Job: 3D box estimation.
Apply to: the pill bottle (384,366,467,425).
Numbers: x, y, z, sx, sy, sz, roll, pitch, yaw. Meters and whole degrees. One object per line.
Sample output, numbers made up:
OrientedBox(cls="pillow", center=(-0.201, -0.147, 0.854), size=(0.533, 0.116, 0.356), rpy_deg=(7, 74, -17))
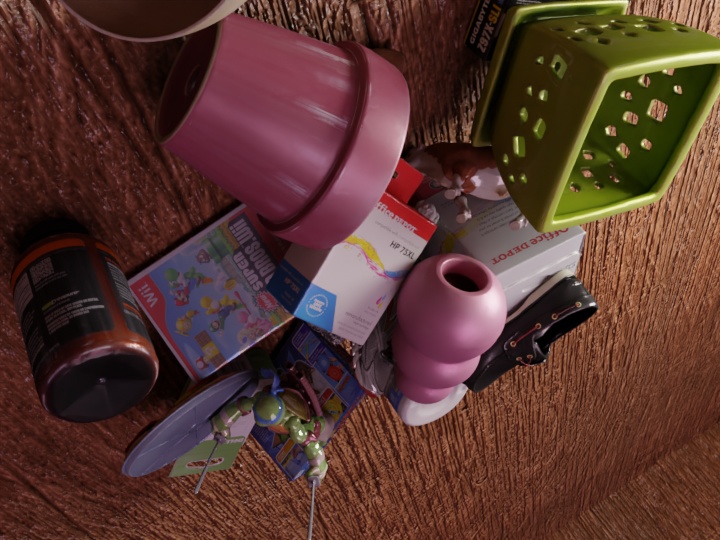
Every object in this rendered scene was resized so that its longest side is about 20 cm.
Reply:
OrientedBox(cls="pill bottle", center=(0.055, 0.107, 1.040), size=(0.113, 0.200, 0.114), rpy_deg=(-22, 141, -19))

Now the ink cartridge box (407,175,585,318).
OrientedBox(cls="ink cartridge box", center=(0.170, -0.036, 0.976), size=(0.144, 0.200, 0.145), rpy_deg=(-24, 142, -15))

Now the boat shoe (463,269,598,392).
OrientedBox(cls="boat shoe", center=(0.207, 0.088, 0.929), size=(0.201, 0.063, 0.073), rpy_deg=(-44, 148, 15))

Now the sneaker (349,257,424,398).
OrientedBox(cls="sneaker", center=(0.045, 0.067, 0.948), size=(0.078, 0.081, 0.202), rpy_deg=(50, 54, -54))

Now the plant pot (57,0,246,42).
OrientedBox(cls="plant pot", center=(-0.126, -0.272, 0.524), size=(0.201, 0.200, 0.134), rpy_deg=(-59, 173, 27))

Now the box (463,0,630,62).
OrientedBox(cls="box", center=(0.231, -0.319, 0.848), size=(0.198, 0.049, 0.161), rpy_deg=(-9, 133, -32))

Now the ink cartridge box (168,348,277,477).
OrientedBox(cls="ink cartridge box", center=(-0.205, 0.203, 1.052), size=(0.103, 0.059, 0.201), rpy_deg=(2, 129, -39))

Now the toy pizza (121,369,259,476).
OrientedBox(cls="toy pizza", center=(-0.211, 0.181, 0.914), size=(0.200, 0.032, 0.200), rpy_deg=(-38, 166, -11))

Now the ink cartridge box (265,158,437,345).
OrientedBox(cls="ink cartridge box", center=(0.001, -0.032, 0.807), size=(0.116, 0.067, 0.201), rpy_deg=(27, 97, -42))

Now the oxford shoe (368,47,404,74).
OrientedBox(cls="oxford shoe", center=(0.012, -0.153, 0.836), size=(0.071, 0.071, 0.201), rpy_deg=(-15, 137, -32))

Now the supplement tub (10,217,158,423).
OrientedBox(cls="supplement tub", center=(-0.269, 0.038, 0.704), size=(0.106, 0.201, 0.107), rpy_deg=(-20, 141, -18))

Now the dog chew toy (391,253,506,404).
OrientedBox(cls="dog chew toy", center=(0.092, 0.079, 0.860), size=(0.124, 0.125, 0.201), rpy_deg=(-12, 137, -29))

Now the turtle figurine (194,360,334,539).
OrientedBox(cls="turtle figurine", center=(-0.112, 0.219, 0.934), size=(0.142, 0.202, 0.194), rpy_deg=(-6, 172, 11))

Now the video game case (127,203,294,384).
OrientedBox(cls="video game case", center=(-0.147, 0.017, 0.853), size=(0.199, 0.144, 0.017), rpy_deg=(-34, -172, -3))

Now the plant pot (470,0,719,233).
OrientedBox(cls="plant pot", center=(0.244, -0.186, 0.811), size=(0.198, 0.182, 0.200), rpy_deg=(-14, 138, -26))

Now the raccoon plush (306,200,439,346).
OrientedBox(cls="raccoon plush", center=(0.000, 0.000, 0.898), size=(0.096, 0.135, 0.200), rpy_deg=(30, 135, -27))

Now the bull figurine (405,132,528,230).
OrientedBox(cls="bull figurine", center=(0.144, -0.111, 0.893), size=(0.198, 0.122, 0.065), rpy_deg=(2, 135, 1))

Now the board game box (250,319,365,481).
OrientedBox(cls="board game box", center=(-0.084, 0.186, 1.065), size=(0.201, 0.135, 0.034), rpy_deg=(-54, 159, 23))

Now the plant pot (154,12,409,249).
OrientedBox(cls="plant pot", center=(-0.082, -0.142, 0.687), size=(0.178, 0.201, 0.201), rpy_deg=(22, 116, -31))
